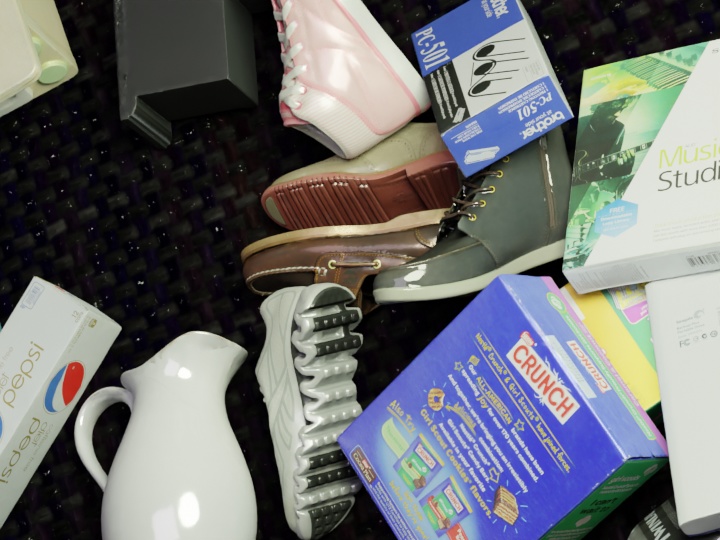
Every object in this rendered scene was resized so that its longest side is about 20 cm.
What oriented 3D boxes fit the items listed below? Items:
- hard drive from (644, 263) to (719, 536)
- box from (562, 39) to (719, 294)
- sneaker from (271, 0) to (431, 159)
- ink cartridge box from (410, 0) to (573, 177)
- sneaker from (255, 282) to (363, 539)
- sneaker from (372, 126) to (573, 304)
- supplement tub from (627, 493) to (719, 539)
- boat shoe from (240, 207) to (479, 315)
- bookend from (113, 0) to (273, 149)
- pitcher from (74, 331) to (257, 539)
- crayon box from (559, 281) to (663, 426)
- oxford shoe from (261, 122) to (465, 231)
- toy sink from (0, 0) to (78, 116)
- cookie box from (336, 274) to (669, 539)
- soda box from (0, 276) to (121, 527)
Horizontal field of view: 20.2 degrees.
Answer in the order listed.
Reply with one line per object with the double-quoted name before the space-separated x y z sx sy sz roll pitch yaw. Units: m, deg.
"hard drive" 0.273 0.077 1.407 0.131 0.025 0.201 -19 50 21
"box" 0.230 -0.082 1.516 0.144 0.036 0.201 -11 49 27
"sneaker" -0.042 -0.176 1.587 0.105 0.075 0.200 -41 97 -6
"ink cartridge box" 0.098 -0.151 1.560 0.094 0.044 0.200 -29 27 10
"sneaker" -0.043 0.109 1.584 0.081 0.075 0.202 3 94 43
"sneaker" 0.082 -0.043 1.528 0.075 0.199 0.107 -6 102 57
"supplement tub" 0.274 0.195 1.429 0.200 0.123 0.123 -40 67 4
"boat shoe" 0.000 0.000 1.603 0.199 0.070 0.071 -9 72 17
"bookend" -0.100 -0.224 1.686 0.199 0.092 0.200 -10 74 15
"pitcher" -0.161 0.169 1.600 0.171 0.121 0.201 -23 57 34
"crayon box" 0.236 0.031 1.520 0.199 0.058 0.119 -35 68 7
"oxford shoe" 0.016 -0.077 1.633 0.199 0.071 0.075 -7 46 19
"toy sink" -0.332 -0.199 1.749 0.130 0.112 0.201 -28 64 10
"cookie box" 0.104 0.130 1.494 0.200 0.075 0.172 -46 64 28
"soda box" -0.284 0.110 1.672 0.063 0.068 0.201 31 87 24
